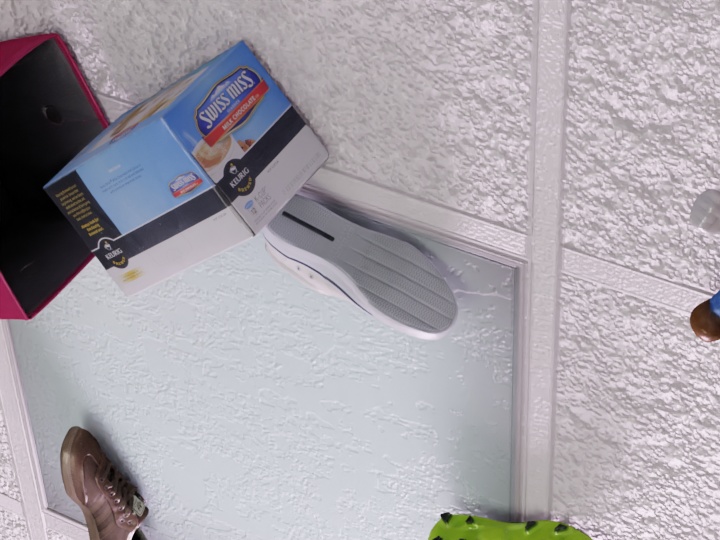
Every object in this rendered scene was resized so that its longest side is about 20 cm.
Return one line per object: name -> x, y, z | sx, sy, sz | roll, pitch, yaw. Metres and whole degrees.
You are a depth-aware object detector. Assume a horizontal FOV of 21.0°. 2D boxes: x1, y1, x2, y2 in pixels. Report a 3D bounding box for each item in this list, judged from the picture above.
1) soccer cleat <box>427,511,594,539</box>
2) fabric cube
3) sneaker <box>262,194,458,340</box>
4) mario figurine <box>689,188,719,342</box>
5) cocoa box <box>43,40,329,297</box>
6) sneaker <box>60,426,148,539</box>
soccer cleat -> 0.157, 0.277, 1.858 | 0.199, 0.068, 0.081 | 7, 147, 34
fabric cube -> -0.362, -0.085, 1.828 | 0.198, 0.196, 0.201 | -1, 126, 40
sneaker -> 0.000, 0.000, 1.733 | 0.199, 0.073, 0.071 | 34, 161, 12
mario figurine -> 0.303, 0.007, 1.459 | 0.122, 0.107, 0.201 | 1, 144, -7
cocoa box -> -0.156, -0.087, 1.712 | 0.199, 0.133, 0.132 | -23, 109, 47
sneaker -> -0.275, 0.251, 2.174 | 0.075, 0.071, 0.201 | -1, 130, 15
